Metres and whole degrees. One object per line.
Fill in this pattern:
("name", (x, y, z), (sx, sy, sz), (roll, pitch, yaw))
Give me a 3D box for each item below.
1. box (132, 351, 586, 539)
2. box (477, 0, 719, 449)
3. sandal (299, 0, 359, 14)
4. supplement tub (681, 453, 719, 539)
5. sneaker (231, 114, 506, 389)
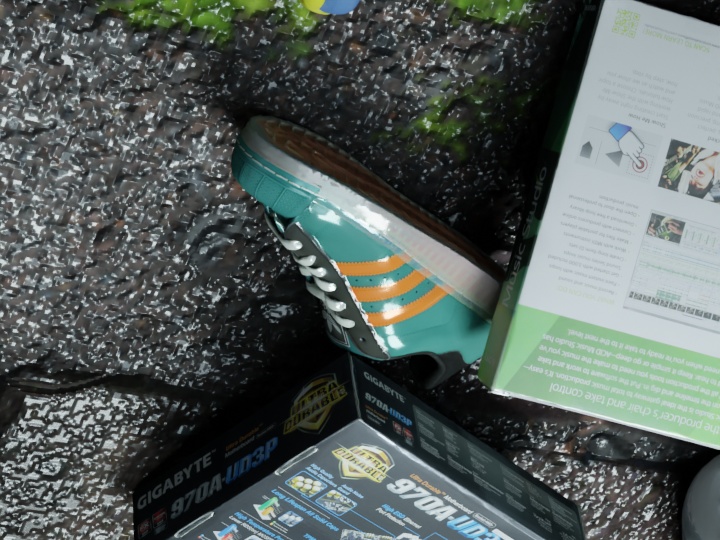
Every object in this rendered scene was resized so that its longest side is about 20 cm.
("box", (0.002, 0.140, 1.037), (0.159, 0.046, 0.200), (-34, 132, 26))
("box", (0.152, -0.022, 0.950), (0.143, 0.036, 0.201), (15, 94, -11))
("sandal", (0.018, -0.197, 0.810), (0.086, 0.080, 0.201), (2, 125, -28))
("supplement tub", (0.257, 0.211, 1.177), (0.122, 0.123, 0.201), (-18, 130, -11))
("sneaker", (0.000, 0.000, 0.946), (0.200, 0.071, 0.080), (34, 102, -39))
